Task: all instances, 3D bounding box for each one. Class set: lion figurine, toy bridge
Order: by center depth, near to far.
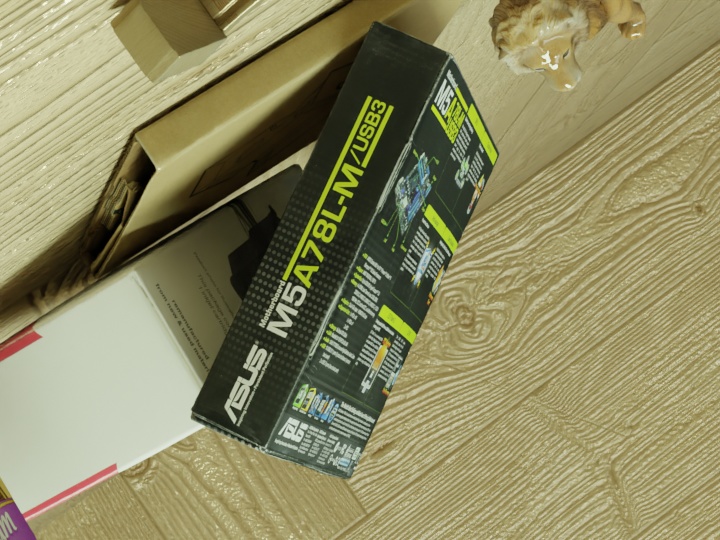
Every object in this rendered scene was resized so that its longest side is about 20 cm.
[{"bbox_3d":[-0.001,-0.129,0.617,0.200,0.027,0.067,-39,176,35],"label":"toy bridge"},{"bbox_3d":[0.154,-0.186,1.095,0.201,0.072,0.122,-52,159,13],"label":"lion figurine"}]

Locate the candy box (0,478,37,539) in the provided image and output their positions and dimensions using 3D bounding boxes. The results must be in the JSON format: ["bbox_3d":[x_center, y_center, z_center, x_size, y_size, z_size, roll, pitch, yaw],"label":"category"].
[{"bbox_3d":[-0.182,0.130,0.815,0.056,0.201,0.117,-33,178,18],"label":"candy box"}]

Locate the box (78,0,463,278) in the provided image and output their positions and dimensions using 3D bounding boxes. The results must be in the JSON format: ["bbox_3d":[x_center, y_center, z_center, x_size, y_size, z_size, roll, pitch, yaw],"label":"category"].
[{"bbox_3d":[-0.038,-0.077,0.939,0.199,0.021,0.164,-34,175,-24],"label":"box"}]

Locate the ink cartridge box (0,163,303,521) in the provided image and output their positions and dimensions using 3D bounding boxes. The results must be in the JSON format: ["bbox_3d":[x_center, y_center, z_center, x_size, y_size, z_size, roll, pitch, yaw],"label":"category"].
[{"bbox_3d":[-0.102,0.034,1.019,0.144,0.085,0.200,-29,-175,28],"label":"ink cartridge box"}]

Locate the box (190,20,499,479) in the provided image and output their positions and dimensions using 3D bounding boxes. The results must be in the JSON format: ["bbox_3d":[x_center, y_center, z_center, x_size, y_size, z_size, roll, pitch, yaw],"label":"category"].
[{"bbox_3d":[0.000,0.000,0.944,0.200,0.047,0.195,39,73,-76],"label":"box"}]
